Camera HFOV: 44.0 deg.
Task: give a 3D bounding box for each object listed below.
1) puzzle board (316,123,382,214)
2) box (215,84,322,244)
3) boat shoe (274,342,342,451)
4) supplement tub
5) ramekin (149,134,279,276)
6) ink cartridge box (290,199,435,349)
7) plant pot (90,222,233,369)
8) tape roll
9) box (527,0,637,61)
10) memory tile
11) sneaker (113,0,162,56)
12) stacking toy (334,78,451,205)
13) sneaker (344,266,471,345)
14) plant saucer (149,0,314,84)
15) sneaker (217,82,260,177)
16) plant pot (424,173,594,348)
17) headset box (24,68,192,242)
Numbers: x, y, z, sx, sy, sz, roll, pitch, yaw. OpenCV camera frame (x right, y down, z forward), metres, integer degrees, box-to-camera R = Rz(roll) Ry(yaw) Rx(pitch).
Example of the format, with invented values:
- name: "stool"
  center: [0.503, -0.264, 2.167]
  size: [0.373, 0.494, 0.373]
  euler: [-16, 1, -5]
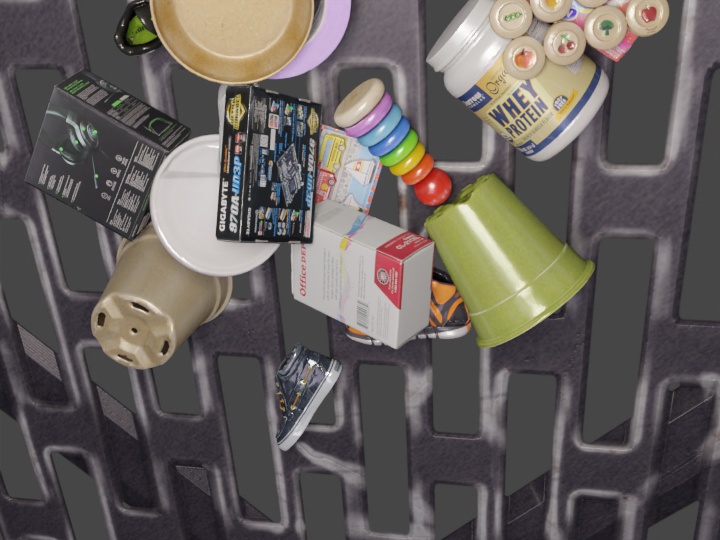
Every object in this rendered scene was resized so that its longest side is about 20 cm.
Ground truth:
- name: "puzzle board"
  center: [-0.057, -0.120, 1.330]
  size: [0.150, 0.017, 0.201]
  euler: [18, 122, 1]
- name: "box"
  center: [-0.119, -0.136, 1.193]
  size: [0.046, 0.159, 0.201]
  euler: [6, 94, 33]
- name: "boat shoe"
  center: [-0.114, 0.211, 1.506]
  size: [0.091, 0.071, 0.201]
  euler: [30, 114, -5]
- name: "supplement tub"
  center: [0.196, -0.250, 1.128]
  size: [0.200, 0.145, 0.144]
  euler: [37, 120, -10]
- name: "ramekin"
  center: [-0.207, -0.087, 1.286]
  size: [0.202, 0.203, 0.094]
  euler: [37, 162, -11]
- name: "ink cartridge box"
  center: [0.000, 0.000, 1.285]
  size: [0.199, 0.083, 0.146]
  euler: [25, 128, 32]
- name: "plant pot"
  center: [-0.320, 0.049, 1.385]
  size: [0.199, 0.184, 0.201]
  euler: [5, 121, 9]
- name: "tape roll"
  center: [-0.113, -0.354, 1.150]
  size: [0.199, 0.066, 0.201]
  euler: [-3, 122, -6]
- name: "box"
  center: [0.258, -0.356, 1.081]
  size: [0.199, 0.100, 0.096]
  euler: [31, 121, -7]
- name: "memory tile"
  center: [0.243, -0.318, 1.022]
  size: [0.199, 0.017, 0.154]
  euler: [-19, 104, 7]
- name: "sneaker"
  center: [-0.259, -0.352, 1.197]
  size: [0.199, 0.088, 0.074]
  euler: [-32, 109, 25]
- name: "stacking toy"
  center: [0.056, -0.170, 1.251]
  size: [0.085, 0.086, 0.200]
  euler: [-33, 116, 26]
- name: "sneaker"
  center: [0.070, 0.048, 1.375]
  size: [0.199, 0.078, 0.113]
  euler: [-7, 114, 3]
- name: "plant saucer"
  center: [-0.157, -0.331, 1.100]
  size: [0.199, 0.036, 0.201]
  euler: [-3, 122, -5]
- name: "sneaker"
  center: [-0.162, -0.177, 1.229]
  size: [0.073, 0.071, 0.201]
  euler: [-8, 82, -21]
- name: "plant pot"
  center: [0.191, -0.027, 1.251]
  size: [0.200, 0.200, 0.190]
  euler: [-35, 95, 27]
- name: "headset box"
  center: [-0.380, -0.173, 1.320]
  size: [0.199, 0.093, 0.175]
  euler: [28, 121, -4]
